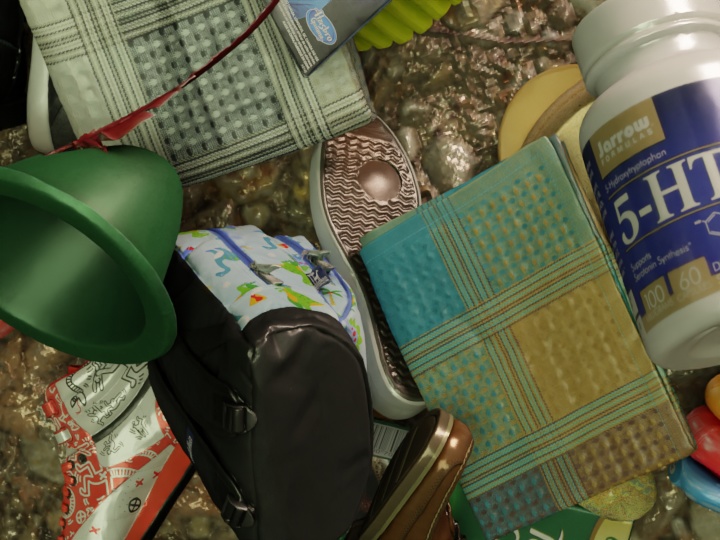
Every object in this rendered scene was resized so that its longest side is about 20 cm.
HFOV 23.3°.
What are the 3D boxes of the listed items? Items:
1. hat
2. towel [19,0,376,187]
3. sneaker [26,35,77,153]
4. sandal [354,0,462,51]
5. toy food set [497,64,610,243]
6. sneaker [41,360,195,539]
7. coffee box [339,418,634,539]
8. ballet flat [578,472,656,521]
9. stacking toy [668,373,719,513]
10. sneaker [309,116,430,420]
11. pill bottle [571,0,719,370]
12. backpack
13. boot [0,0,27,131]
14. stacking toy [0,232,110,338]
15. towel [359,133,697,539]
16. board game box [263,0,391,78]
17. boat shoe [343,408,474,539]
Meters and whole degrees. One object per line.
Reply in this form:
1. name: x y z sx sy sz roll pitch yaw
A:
1. hat: -0.136 -0.062 1.029 0.199 0.166 0.177 8 52 31
2. towel: -0.106 -0.156 1.065 0.191 0.035 0.202 -16 101 13
3. sneaker: -0.153 -0.172 1.126 0.111 0.073 0.202 5 104 5
4. sandal: 0.037 -0.205 1.096 0.199 0.080 0.088 -21 57 16
5. toy food set: 0.184 -0.033 1.094 0.198 0.049 0.200 -3 95 9
6. sneaker: -0.176 0.135 1.158 0.108 0.067 0.202 34 96 5
7. coffee box: 0.070 0.170 1.112 0.198 0.044 0.124 14 121 7
8. ballet flat: 0.111 0.067 1.071 0.071 0.071 0.200 -45 63 10
9. stacking toy: 0.266 0.053 1.040 0.109 0.116 0.201 20 108 5
10. sneaker: 0.000 0.000 1.117 0.072 0.085 0.202 -4 72 -21
11. pill bottle: 0.191 -0.057 0.990 0.119 0.120 0.202 -20 71 10
12. backpack: -0.064 0.054 1.052 0.200 0.153 0.164 30 131 46
13. boot: -0.249 -0.165 1.077 0.073 0.198 0.164 7 103 8
14. stacking toy: -0.224 -0.010 1.105 0.198 0.146 0.148 -8 94 12
15. towel: 0.095 0.041 1.030 0.146 0.022 0.201 -27 83 22
16. board game box: 0.008 -0.247 0.995 0.199 0.062 0.201 -27 101 4
17. boat shoe: 0.033 0.160 1.052 0.068 0.072 0.201 28 134 0
